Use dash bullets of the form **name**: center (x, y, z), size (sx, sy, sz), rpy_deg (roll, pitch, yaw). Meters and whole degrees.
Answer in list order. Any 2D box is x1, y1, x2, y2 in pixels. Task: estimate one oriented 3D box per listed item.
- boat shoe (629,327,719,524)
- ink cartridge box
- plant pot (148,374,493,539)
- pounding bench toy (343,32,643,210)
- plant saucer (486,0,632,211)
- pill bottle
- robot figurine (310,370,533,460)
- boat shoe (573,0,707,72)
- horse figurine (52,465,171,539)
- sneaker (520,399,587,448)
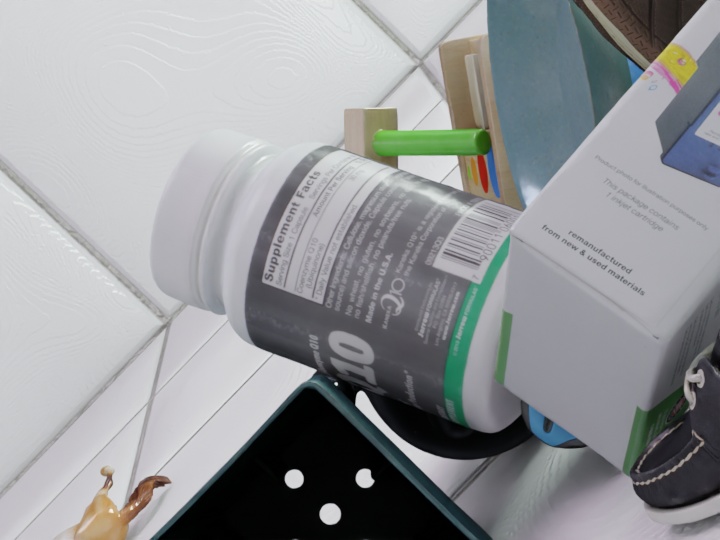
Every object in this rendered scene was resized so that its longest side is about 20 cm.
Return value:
- **boat shoe**: center (0.169, 0.043, 1.009), size (0.200, 0.060, 0.074), rpy_deg (-38, 13, 50)
- **ink cartridge box**: center (0.155, -0.028, 1.125), size (0.200, 0.087, 0.145), rpy_deg (-47, -19, -21)
- **plant pot**: center (-0.018, 0.142, 1.269), size (0.141, 0.141, 0.200), rpy_deg (-46, 1, 4)
- **pounding bench toy**: center (0.094, -0.083, 1.489), size (0.200, 0.124, 0.156), rpy_deg (-10, 5, -7)
- **plant saucer**: center (0.113, -0.095, 1.327), size (0.039, 0.201, 0.201), rpy_deg (-11, 3, -9)
- **pill bottle**: center (0.000, 0.000, 1.274), size (0.113, 0.200, 0.113), rpy_deg (-49, -30, -42)
- **robot figurine**: center (0.056, 0.042, 1.417), size (0.200, 0.150, 0.125), rpy_deg (-130, 56, -82)
- **boat shoe**: center (0.176, -0.112, 1.272), size (0.075, 0.202, 0.075), rpy_deg (-6, 60, 57)
- **horse figurine**: center (-0.260, 0.253, 2.265), size (0.200, 0.050, 0.133), rpy_deg (-40, 20, 2)
- **sneaker**: center (0.140, 0.032, 1.268), size (0.200, 0.073, 0.082), rpy_deg (-48, -12, -39)
